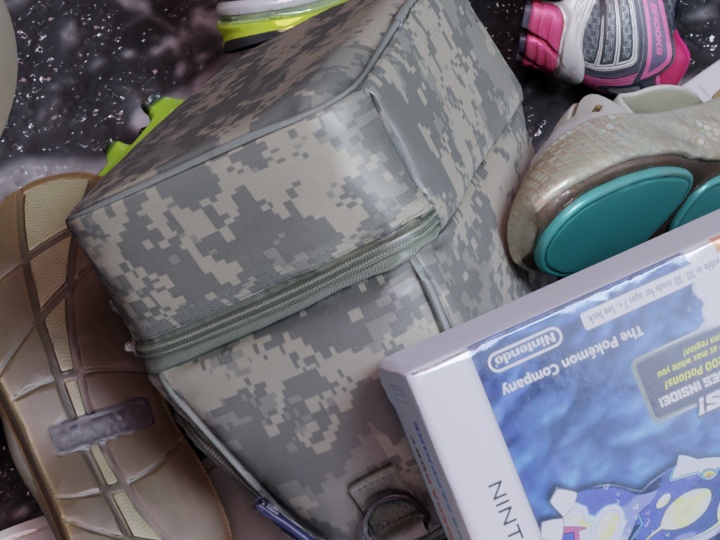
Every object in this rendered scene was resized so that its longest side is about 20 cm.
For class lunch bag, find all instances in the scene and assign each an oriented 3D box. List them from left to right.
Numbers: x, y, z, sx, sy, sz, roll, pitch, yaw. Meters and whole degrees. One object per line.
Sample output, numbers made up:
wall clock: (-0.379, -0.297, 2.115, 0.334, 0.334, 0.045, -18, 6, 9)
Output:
lunch bag: (0.000, 0.000, 1.017, 0.139, 0.200, 0.168, -26, 103, 22)

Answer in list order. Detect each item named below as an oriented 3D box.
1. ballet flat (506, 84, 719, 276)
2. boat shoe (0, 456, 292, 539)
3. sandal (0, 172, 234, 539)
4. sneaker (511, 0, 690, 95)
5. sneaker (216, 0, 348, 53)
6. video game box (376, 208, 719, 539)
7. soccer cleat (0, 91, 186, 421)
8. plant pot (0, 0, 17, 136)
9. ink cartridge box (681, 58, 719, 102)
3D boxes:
ballet flat: (0.105, -0.040, 1.043, 0.062, 0.067, 0.200, 50, 31, 22)
boat shoe: (-0.062, 0.122, 1.046, 0.200, 0.062, 0.075, -17, 54, -15)
sandal: (-0.102, 0.055, 1.031, 0.080, 0.054, 0.200, -13, 66, -18)
sneaker: (0.129, -0.165, 1.181, 0.075, 0.081, 0.200, 20, 72, 2)
sneaker: (0.011, -0.165, 1.148, 0.200, 0.074, 0.081, -33, 113, -36)
video game box: (0.130, 0.078, 0.933, 0.200, 0.047, 0.183, -24, 101, -11)
soccer cleat: (-0.107, 0.012, 1.100, 0.081, 0.068, 0.200, 37, 68, 9)
plant pot: (-0.244, -0.128, 1.090, 0.187, 0.200, 0.188, 0, 65, 0)
ink cartridge box: (0.167, -0.038, 1.140, 0.200, 0.039, 0.099, -34, 69, -17)
